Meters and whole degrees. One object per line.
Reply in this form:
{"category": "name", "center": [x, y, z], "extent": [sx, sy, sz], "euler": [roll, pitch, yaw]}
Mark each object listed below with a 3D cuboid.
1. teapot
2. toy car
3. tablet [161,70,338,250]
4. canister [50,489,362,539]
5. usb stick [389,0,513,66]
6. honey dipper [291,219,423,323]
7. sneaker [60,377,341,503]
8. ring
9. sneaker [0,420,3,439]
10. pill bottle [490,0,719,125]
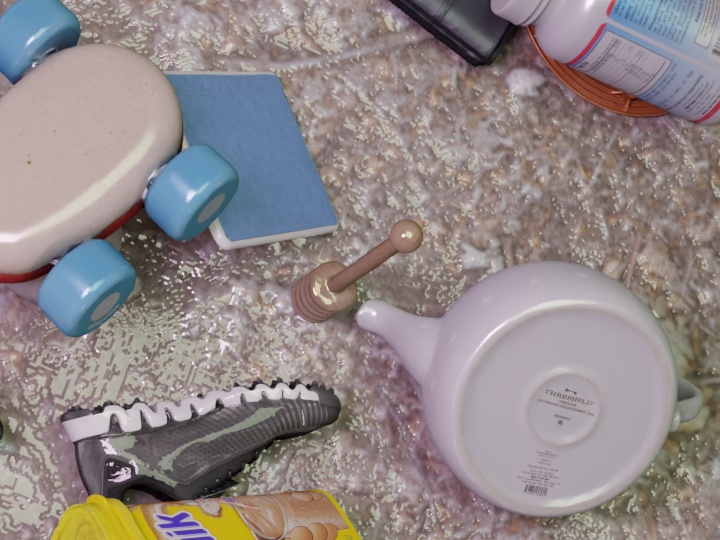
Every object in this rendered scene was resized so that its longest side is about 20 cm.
{"category": "teapot", "center": [0.132, 0.074, 1.553], "extent": [0.197, 0.146, 0.201], "euler": [-31, 112, 0]}
{"category": "toy car", "center": [-0.194, -0.047, 1.420], "extent": [0.184, 0.200, 0.177], "euler": [43, 75, 12]}
{"category": "tablet", "center": [-0.079, -0.080, 1.500], "extent": [0.131, 0.014, 0.200], "euler": [67, 23, 4]}
{"category": "canister", "center": [-0.088, 0.215, 1.407], "extent": [0.199, 0.087, 0.149], "euler": [0, 41, -38]}
{"category": "usb stick", "center": [0.032, -0.233, 1.642], "extent": [0.200, 0.033, 0.056], "euler": [37, 68, -9]}
{"category": "honey dipper", "center": [0.000, 0.000, 1.480], "extent": [0.038, 0.200, 0.038], "euler": [5, 76, -20]}
{"category": "sneaker", "center": [-0.106, 0.128, 1.484], "extent": [0.199, 0.066, 0.091], "euler": [-7, 82, -19]}
{"category": "ring", "center": [0.219, -0.223, 1.722], "extent": [0.199, 0.019, 0.202], "euler": [5, 76, -21]}
{"category": "sneaker", "center": [-0.335, 0.090, 1.403], "extent": [0.199, 0.079, 0.090], "euler": [15, 79, -9]}
{"category": "pill bottle", "center": [0.206, -0.196, 1.640], "extent": [0.199, 0.109, 0.109], "euler": [23, 70, -15]}
